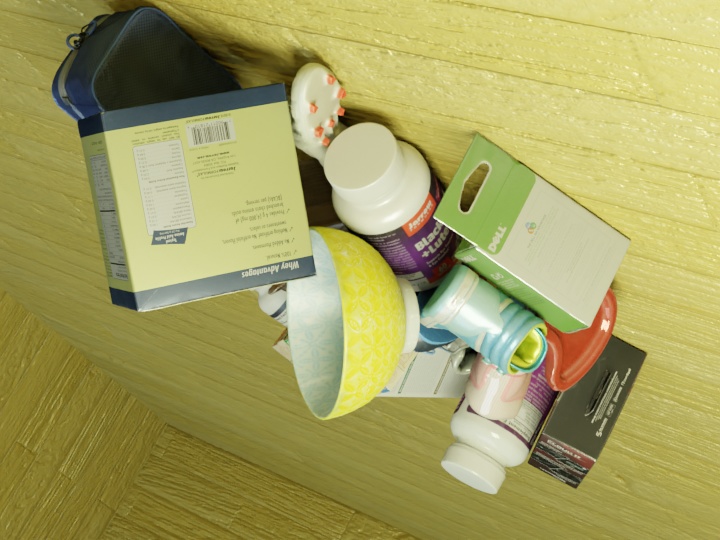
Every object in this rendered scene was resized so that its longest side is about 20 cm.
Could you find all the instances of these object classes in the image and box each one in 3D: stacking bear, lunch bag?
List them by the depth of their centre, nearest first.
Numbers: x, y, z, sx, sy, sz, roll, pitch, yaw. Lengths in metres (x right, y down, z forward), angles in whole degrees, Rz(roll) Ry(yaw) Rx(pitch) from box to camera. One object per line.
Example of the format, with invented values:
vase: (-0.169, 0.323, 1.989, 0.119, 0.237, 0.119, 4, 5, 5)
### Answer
stacking bear: (0.177, 0.027, 1.665, 0.199, 0.113, 0.122, 30, 148, 44)
lunch bag: (-0.248, -0.199, 1.677, 0.200, 0.137, 0.132, 42, 159, -28)

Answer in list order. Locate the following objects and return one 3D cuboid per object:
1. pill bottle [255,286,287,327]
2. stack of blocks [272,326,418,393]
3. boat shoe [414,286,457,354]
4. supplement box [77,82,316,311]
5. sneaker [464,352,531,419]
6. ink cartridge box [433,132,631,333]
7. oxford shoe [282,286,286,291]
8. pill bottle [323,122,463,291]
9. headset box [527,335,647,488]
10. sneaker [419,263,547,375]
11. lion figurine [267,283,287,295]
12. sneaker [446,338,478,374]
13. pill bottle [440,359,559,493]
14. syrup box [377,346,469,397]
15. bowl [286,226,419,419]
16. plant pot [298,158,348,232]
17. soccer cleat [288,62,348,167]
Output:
pill bottle: (-0.075, 0.033, 2.116, 0.199, 0.112, 0.111, 34, 163, -13)
stack of blocks: (-0.021, 0.092, 1.767, 0.115, 0.059, 0.200, 41, 162, -8)
boat shoe: (0.084, 0.055, 1.723, 0.085, 0.068, 0.200, 56, -153, 1)
supplement box: (-0.171, -0.077, 1.558, 0.198, 0.202, 0.134, -12, -174, -20)
sneaker: (0.169, 0.105, 1.751, 0.075, 0.106, 0.200, 22, -155, 7)
ink cartridge box: (0.163, -0.036, 1.505, 0.199, 0.104, 0.059, 34, 163, -12)
oxford shoe: (-0.030, 0.048, 1.847, 0.198, 0.071, 0.074, 23, 120, 19)
pill bottle: (0.035, -0.070, 1.612, 0.111, 0.112, 0.200, 19, 161, 32)
headset box: (0.277, 0.170, 1.839, 0.077, 0.150, 0.200, 27, 163, 8)
sneaker: (0.131, 0.058, 1.570, 0.130, 0.080, 0.200, 36, -177, 0)
lion figurine: (0.000, 0.000, 1.753, 0.122, 0.199, 0.073, 1, 108, 51)
sneaker: (0.129, 0.082, 1.923, 0.199, 0.100, 0.078, 10, 155, 51)
pill bottle: (0.185, 0.182, 1.943, 0.111, 0.201, 0.112, 27, 164, 8)
syrup box: (0.068, 0.116, 2.003, 0.079, 0.082, 0.199, 34, -164, 37)
bowl: (0.000, 0.052, 1.585, 0.106, 0.203, 0.200, -4, 175, -20)
plant pot: (-0.071, -0.071, 1.757, 0.201, 0.199, 0.094, 139, 115, -73)
soccer cleat: (-0.053, -0.162, 1.581, 0.077, 0.070, 0.200, 28, 167, 19)
